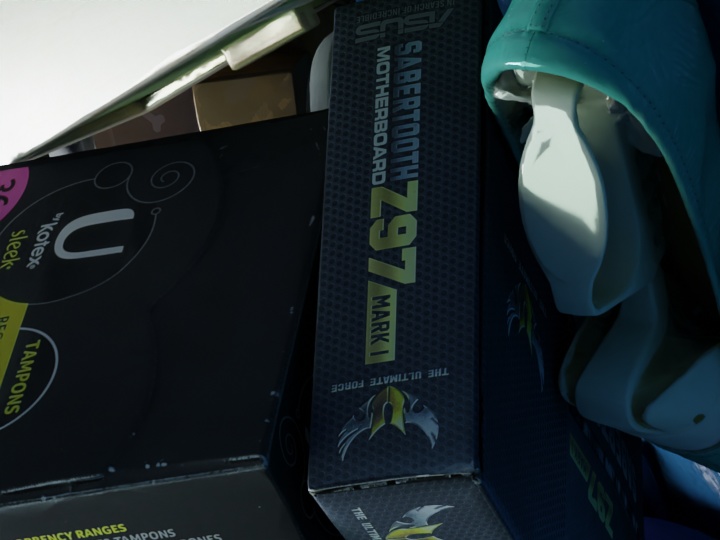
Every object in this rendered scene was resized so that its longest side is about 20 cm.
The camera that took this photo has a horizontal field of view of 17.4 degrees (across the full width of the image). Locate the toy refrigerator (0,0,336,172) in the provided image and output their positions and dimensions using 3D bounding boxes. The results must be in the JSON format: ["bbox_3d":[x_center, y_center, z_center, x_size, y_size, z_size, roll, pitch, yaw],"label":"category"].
[{"bbox_3d":[-0.042,-0.095,0.690,0.200,0.076,0.070,-25,92,45],"label":"toy refrigerator"}]

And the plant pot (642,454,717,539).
[{"bbox_3d":[0.074,0.195,0.855,0.180,0.200,0.200,53,168,55],"label":"plant pot"}]

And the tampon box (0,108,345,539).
[{"bbox_3d":[-0.041,0.080,0.714,0.150,0.126,0.200,-79,-26,-48],"label":"tampon box"}]

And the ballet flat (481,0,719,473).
[{"bbox_3d":[0.075,0.001,0.655,0.067,0.070,0.200,12,136,39],"label":"ballet flat"}]

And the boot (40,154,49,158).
[{"bbox_3d":[-0.160,-0.081,0.859,0.165,0.065,0.200,-115,9,-46],"label":"boot"}]

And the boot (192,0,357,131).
[{"bbox_3d":[-0.036,-0.136,0.824,0.144,0.071,0.202,-75,-17,-74],"label":"boot"}]

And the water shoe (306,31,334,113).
[{"bbox_3d":[0.000,0.000,0.797,0.079,0.072,0.200,3,140,23],"label":"water shoe"}]

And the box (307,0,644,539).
[{"bbox_3d":[0.041,0.037,0.697,0.200,0.051,0.158,58,-151,-52],"label":"box"}]

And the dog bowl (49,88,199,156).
[{"bbox_3d":[-0.123,-0.046,1.008,0.200,0.059,0.201,39,137,49],"label":"dog bowl"}]
